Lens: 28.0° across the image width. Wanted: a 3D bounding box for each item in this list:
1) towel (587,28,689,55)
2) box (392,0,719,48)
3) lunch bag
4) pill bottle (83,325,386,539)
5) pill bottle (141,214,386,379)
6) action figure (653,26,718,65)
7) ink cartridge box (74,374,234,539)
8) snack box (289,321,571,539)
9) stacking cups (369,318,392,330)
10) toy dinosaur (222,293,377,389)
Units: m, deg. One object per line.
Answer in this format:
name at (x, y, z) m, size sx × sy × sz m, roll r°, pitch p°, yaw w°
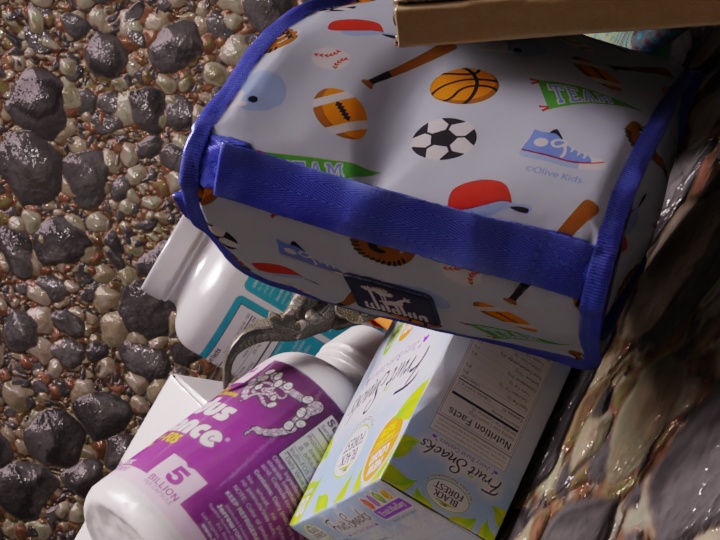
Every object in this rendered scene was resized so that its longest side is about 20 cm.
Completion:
towel at (0.129, -0.132, 0.747) m, size 0.147 × 0.022 × 0.200 m, roll -63°, pitch 13°, yaw -26°
box at (0.120, -0.134, 0.593) m, size 0.164 × 0.199 × 0.021 m, roll -74°, pitch -21°, yaw -60°
lunch bag at (0.037, -0.038, 0.591) m, size 0.200 × 0.169 × 0.124 m, roll -42°, pitch -35°, yaw -67°
pill bottle at (-0.052, 0.118, 0.847) m, size 0.200 × 0.112 × 0.112 m, roll -35°, pitch -6°, yaw -30°
pill bottle at (-0.060, 0.034, 1.078) m, size 0.111 × 0.200 × 0.111 m, roll -57°, pitch 7°, yaw 11°
action figure at (0.158, -0.127, 0.792) m, size 0.118 × 0.055 × 0.200 m, roll -52°, pitch 9°, yaw 38°
ink cartridge box at (-0.118, 0.185, 1.077) m, size 0.146 × 0.083 × 0.200 m, roll 16°, pitch -71°, yaw -54°
snack box at (0.052, 0.051, 0.752) m, size 0.200 × 0.068 × 0.169 m, roll -63°, pitch 8°, yaw -24°
stacking cups at (0.016, 0.006, 0.955) m, size 0.200 × 0.060 × 0.061 m, roll 35°, pitch 95°, yaw 51°
toy dinosaur at (0.000, 0.000, 0.827) m, size 0.200 × 0.077 × 0.102 m, roll -58°, pitch -9°, yaw 11°
